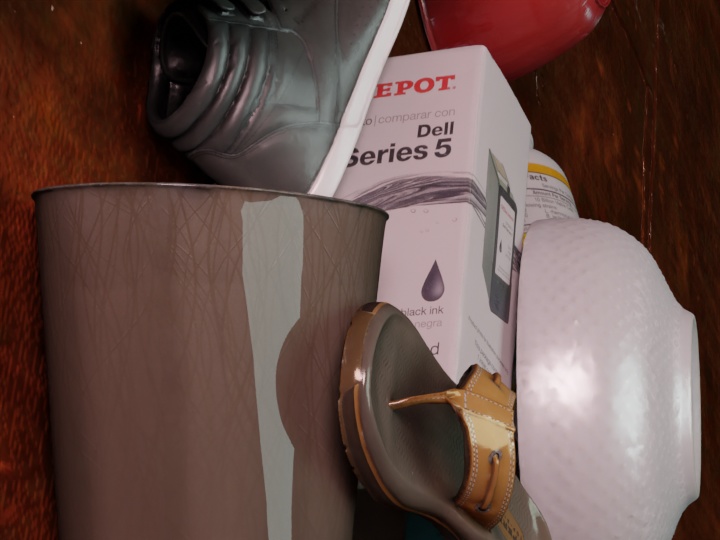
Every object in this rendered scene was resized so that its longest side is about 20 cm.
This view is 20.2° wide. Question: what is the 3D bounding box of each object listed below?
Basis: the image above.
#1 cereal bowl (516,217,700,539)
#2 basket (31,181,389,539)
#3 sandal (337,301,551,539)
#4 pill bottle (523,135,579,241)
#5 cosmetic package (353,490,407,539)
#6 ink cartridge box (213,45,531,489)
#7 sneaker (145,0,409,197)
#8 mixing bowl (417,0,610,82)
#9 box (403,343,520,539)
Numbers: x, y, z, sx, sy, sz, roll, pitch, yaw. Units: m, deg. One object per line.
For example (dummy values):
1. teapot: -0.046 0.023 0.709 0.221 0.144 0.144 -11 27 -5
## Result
1. cereal bowl: 0.132 0.071 1.039 0.200 0.082 0.202 -1 90 -77
2. basket: -0.062 0.073 0.841 0.180 0.135 0.202 7 83 -61
3. sandal: 0.048 0.079 0.850 0.200 0.054 0.082 54 33 -41
4. pill bottle: 0.084 -0.005 1.233 0.113 0.112 0.202 48 25 -59
5. cosmetic package: -0.010 0.173 1.024 0.051 0.082 0.202 59 32 -51
6. ink cartridge box: 0.000 0.000 0.995 0.084 0.144 0.202 52 38 -54
7. sneaker: -0.038 -0.126 0.964 0.099 0.070 0.202 31 63 -30
8. mixing bowl: 0.115 -0.225 1.410 0.200 0.107 0.202 -4 90 -71
9. box: 0.064 0.084 1.059 0.082 0.049 0.202 56 33 -50
